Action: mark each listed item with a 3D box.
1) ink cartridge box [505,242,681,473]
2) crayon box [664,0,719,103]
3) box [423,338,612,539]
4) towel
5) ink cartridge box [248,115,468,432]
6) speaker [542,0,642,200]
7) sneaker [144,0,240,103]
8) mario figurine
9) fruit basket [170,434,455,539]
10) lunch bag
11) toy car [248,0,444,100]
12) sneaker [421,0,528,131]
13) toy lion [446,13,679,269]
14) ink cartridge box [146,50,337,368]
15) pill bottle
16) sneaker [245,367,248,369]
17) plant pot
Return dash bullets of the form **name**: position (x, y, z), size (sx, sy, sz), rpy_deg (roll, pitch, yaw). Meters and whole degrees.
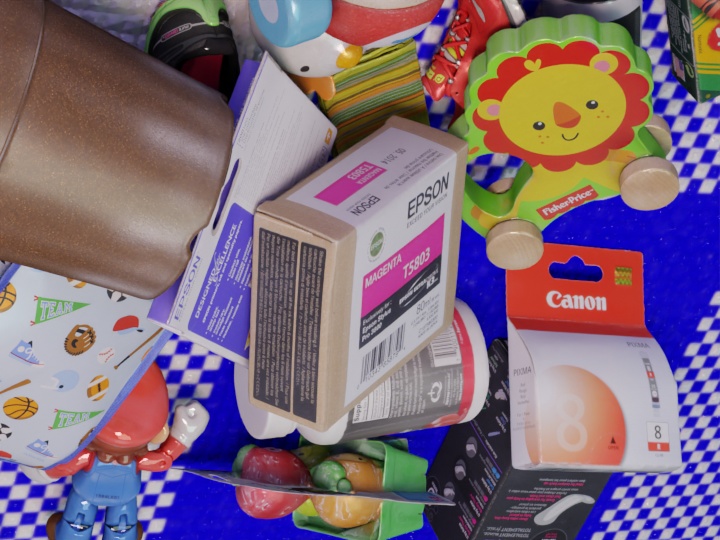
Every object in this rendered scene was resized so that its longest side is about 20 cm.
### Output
- **ink cartridge box**: position (0.205, 0.075, 1.664), size (0.161, 0.050, 0.202), rpy_deg (5, 81, -31)
- **crayon box**: position (0.349, -0.235, 1.568), size (0.199, 0.051, 0.128), rpy_deg (-25, 134, -8)
- **box**: position (0.154, 0.175, 1.768), size (0.121, 0.106, 0.201), rpy_deg (6, 123, -30)
- **towel**: position (0.021, -0.094, 1.531), size (0.085, 0.018, 0.201), rpy_deg (-23, 135, -8)
- **ink cartridge box**: position (0.000, 0.000, 1.424), size (0.200, 0.075, 0.166), rpy_deg (-38, 140, -48)
- **speaker**: position (0.186, -0.155, 1.527), size (0.081, 0.081, 0.201), rpy_deg (-19, 134, -14)
- **sneaker**: position (-0.129, -0.103, 1.394), size (0.076, 0.084, 0.201), rpy_deg (-9, 130, -21)
- **mario figurine**: position (-0.203, 0.144, 1.577), size (0.123, 0.106, 0.201), rpy_deg (-20, 139, -44)
- **fruit basket**: position (-0.047, 0.175, 1.627), size (0.199, 0.185, 0.095), rpy_deg (15, 83, -35)
- **lunch bag**: position (-0.256, 0.049, 1.429), size (0.169, 0.124, 0.201), rpy_deg (23, 106, -41)
- **toy car**: position (-0.019, -0.189, 1.337), size (0.183, 0.177, 0.201), rpy_deg (-22, 148, -26)
- **sneaker**: position (0.087, -0.165, 1.470), size (0.084, 0.077, 0.201), rpy_deg (-19, 133, -6)
- **toy lion**: position (0.142, -0.107, 1.463), size (0.199, 0.069, 0.192), rpy_deg (-26, 131, 27)
- **ink cartridge box**: position (-0.087, -0.043, 1.354), size (0.200, 0.043, 0.200), rpy_deg (41, 68, -73)
- **pill bottle**: position (-0.001, 0.087, 1.606), size (0.198, 0.111, 0.111), rpy_deg (-7, 130, -23)
- **sneaker**: position (-0.051, 0.040, 1.512), size (0.198, 0.141, 0.078), rpy_deg (4, 141, -27)
- **plant pot**: position (-0.202, -0.084, 1.259), size (0.197, 0.201, 0.201), rpy_deg (21, 116, -23)
